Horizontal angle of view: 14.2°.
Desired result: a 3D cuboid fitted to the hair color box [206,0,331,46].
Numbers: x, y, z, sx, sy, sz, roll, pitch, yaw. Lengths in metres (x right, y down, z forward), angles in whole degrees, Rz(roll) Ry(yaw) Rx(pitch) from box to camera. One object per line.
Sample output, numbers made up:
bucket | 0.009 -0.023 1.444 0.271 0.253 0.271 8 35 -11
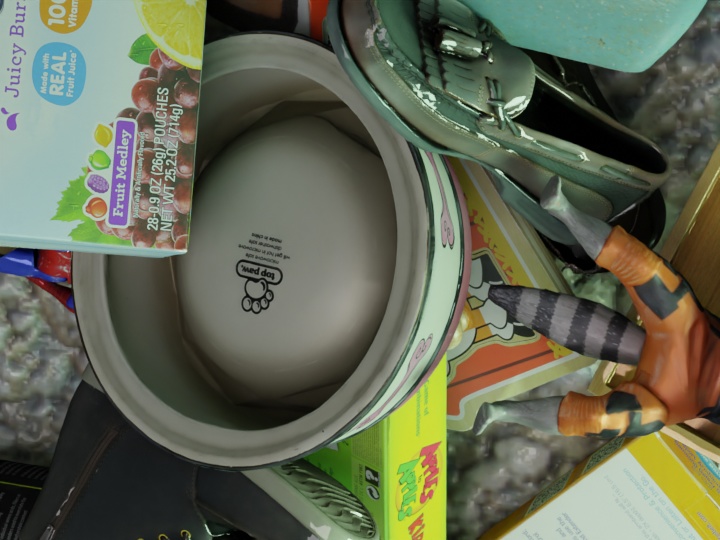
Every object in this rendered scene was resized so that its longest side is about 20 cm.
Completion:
hair color box | -0.041 -0.207 1.348 0.101 0.061 0.201 28 136 36

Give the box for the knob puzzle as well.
knob puzzle | 0.000 0.000 1.436 0.218 0.030 0.221 19 129 25

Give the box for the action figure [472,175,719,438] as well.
action figure | 0.163 0.014 1.314 0.192 0.105 0.201 16 83 -10

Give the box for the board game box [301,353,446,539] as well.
board game box | -0.009 0.097 1.447 0.101 0.048 0.201 25 132 32

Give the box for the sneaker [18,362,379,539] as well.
sneaker | -0.079 0.128 1.407 0.199 0.075 0.107 27 93 41

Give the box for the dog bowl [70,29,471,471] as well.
dog bowl | -0.035 -0.007 1.342 0.199 0.074 0.202 -4 83 31

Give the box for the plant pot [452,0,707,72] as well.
plant pot | 0.098 -0.207 1.289 0.194 0.197 0.201 13 131 11

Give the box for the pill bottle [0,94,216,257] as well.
pill bottle | -0.174 -0.072 1.426 0.199 0.112 0.112 -30 99 5

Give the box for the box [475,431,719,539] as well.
box | 0.117 0.172 1.496 0.200 0.041 0.119 -38 95 27

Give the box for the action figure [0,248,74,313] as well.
action figure | -0.164 -0.013 1.507 0.199 0.052 0.066 19 119 4

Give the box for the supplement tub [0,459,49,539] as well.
supplement tub | -0.162 0.166 1.529 0.198 0.123 0.123 9 111 13

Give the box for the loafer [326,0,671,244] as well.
loafer | 0.065 -0.080 1.291 0.063 0.072 0.200 -23 143 30

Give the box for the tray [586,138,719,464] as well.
tray | 0.198 -0.008 1.372 0.098 0.037 0.201 28 92 7

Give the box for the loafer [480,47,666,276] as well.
loafer | 0.078 -0.081 1.398 0.073 0.071 0.200 -36 96 24

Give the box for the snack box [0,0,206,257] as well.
snack box | -0.156 -0.112 1.288 0.167 0.068 0.202 6 85 -17
